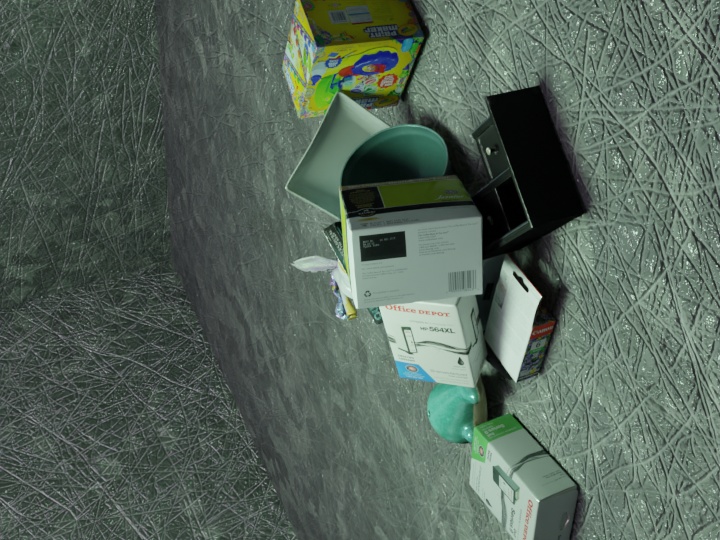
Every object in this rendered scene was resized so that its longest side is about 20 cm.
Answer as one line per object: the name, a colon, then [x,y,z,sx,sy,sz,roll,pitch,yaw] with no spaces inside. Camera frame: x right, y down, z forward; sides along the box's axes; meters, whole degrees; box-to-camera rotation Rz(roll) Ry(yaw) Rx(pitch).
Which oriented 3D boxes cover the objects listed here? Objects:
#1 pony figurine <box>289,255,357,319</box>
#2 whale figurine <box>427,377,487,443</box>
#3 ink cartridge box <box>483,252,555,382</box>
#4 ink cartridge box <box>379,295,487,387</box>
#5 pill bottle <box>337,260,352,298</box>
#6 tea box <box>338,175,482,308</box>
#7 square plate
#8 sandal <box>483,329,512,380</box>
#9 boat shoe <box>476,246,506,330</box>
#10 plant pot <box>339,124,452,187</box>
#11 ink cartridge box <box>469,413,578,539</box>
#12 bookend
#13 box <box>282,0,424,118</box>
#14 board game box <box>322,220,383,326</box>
pony figurine: [-0.036,0.004,2.095,0.192,0.166,0.202,-25,76,36]
whale figurine: [0.178,0.242,1.709,0.200,0.103,0.160,92,168,-63]
ink cartridge box: [0.261,0.073,1.504,0.201,0.050,0.109,97,150,-43]
ink cartridge box: [0.121,0.092,1.557,0.145,0.085,0.201,5,136,25]
pill bottle: [0.014,-0.039,1.923,0.112,0.111,0.201,56,145,39]
tea box: [0.075,-0.050,1.454,0.197,0.198,0.135,-102,7,-64]
square plate: [-0.017,-0.193,1.702,0.201,0.197,0.028,-61,30,1]
sandal: [0.216,0.130,1.660,0.200,0.042,0.077,35,137,58]
boat shoe: [0.197,0.030,1.600,0.068,0.073,0.201,-114,25,-46]
plant pot: [0.079,-0.138,1.653,0.201,0.199,0.134,53,177,42]
ink cartridge box: [0.278,0.372,1.618,0.200,0.083,0.147,47,145,50]
bookend: [0.218,-0.140,1.404,0.199,0.091,0.202,144,110,-68]
box: [-0.019,-0.388,1.659,0.193,0.198,0.123,114,141,-59]
board game box: [0.000,0.000,1.733,0.201,0.028,0.135,61,-168,-1]
